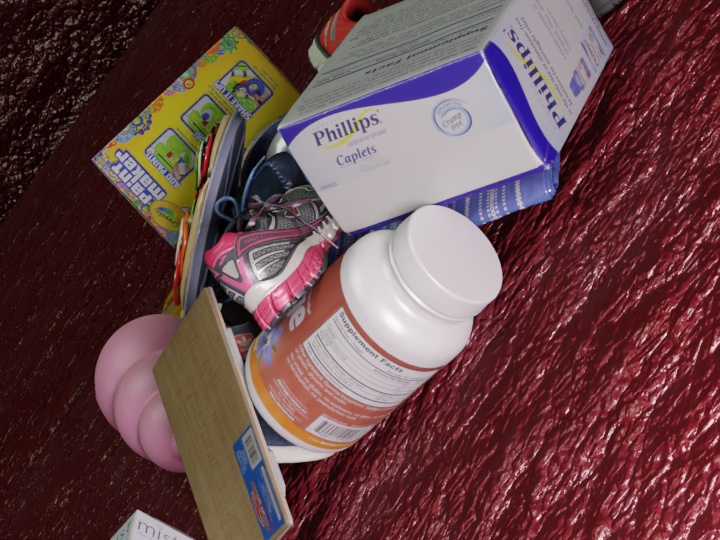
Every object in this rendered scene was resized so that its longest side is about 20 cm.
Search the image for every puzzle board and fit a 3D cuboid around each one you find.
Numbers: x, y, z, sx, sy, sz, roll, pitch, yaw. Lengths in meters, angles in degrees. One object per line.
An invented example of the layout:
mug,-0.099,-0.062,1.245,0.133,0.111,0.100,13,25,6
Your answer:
puzzle board,-0.107,0.133,1.623,0.151,0.017,0.200,-52,53,54

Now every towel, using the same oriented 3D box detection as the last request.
towel,0.066,-0.064,1.613,0.200,0.024,0.145,-23,33,22

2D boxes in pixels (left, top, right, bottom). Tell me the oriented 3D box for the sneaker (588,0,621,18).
sneaker,0.193,-0.263,1.619,0.200,0.091,0.076,-32,31,56

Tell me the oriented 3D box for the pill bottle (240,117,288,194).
pill bottle,-0.033,-0.084,1.842,0.120,0.120,0.200,-59,11,-6

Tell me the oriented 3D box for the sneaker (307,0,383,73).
sneaker,0.012,-0.179,1.776,0.085,0.077,0.200,-58,34,17

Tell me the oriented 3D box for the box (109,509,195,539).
box,-0.200,0.323,1.644,0.200,0.097,0.177,-48,21,30

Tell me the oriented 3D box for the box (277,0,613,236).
box,0.068,-0.137,1.557,0.184,0.105,0.200,-18,23,32

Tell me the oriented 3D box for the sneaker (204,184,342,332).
sneaker,-0.061,-0.028,1.585,0.081,0.075,0.200,-46,7,19

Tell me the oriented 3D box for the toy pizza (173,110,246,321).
toy pizza,-0.138,-0.045,1.830,0.200,0.032,0.201,13,-90,-89

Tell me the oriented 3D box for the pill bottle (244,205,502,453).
pill bottle,0.011,0.041,1.536,0.200,0.112,0.112,-43,22,37

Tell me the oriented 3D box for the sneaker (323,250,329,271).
sneaker,-0.015,0.047,1.692,0.200,0.077,0.085,-53,26,39

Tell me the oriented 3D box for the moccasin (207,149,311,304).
moccasin,-0.085,-0.023,1.756,0.081,0.068,0.200,58,153,27

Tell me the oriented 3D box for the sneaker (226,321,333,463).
sneaker,-0.088,0.091,1.670,0.200,0.075,0.085,24,114,48

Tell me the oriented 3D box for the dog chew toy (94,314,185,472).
dog chew toy,-0.174,0.120,1.909,0.125,0.124,0.200,-55,25,8

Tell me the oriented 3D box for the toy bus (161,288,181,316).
toy bus,-0.119,-0.001,2.051,0.200,0.065,0.078,-45,20,35

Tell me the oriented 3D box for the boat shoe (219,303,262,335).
boat shoe,-0.091,0.034,1.900,0.060,0.072,0.202,-61,13,4

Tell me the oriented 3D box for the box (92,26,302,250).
box,-0.145,-0.119,2.071,0.193,0.122,0.200,-43,-4,-3
